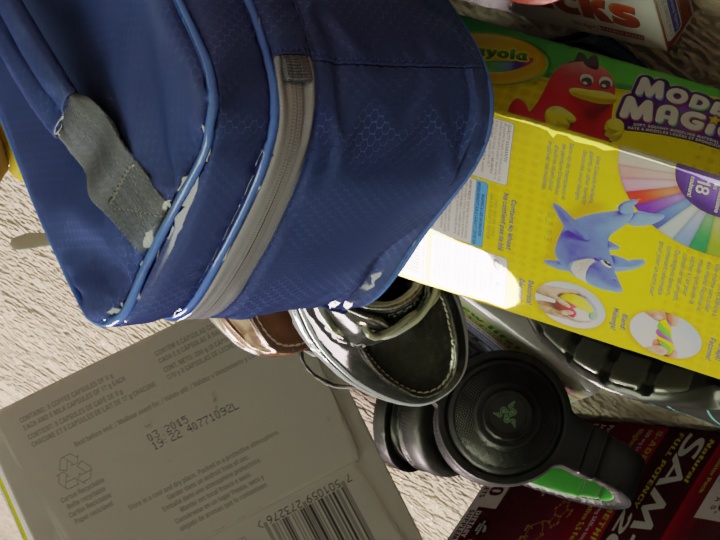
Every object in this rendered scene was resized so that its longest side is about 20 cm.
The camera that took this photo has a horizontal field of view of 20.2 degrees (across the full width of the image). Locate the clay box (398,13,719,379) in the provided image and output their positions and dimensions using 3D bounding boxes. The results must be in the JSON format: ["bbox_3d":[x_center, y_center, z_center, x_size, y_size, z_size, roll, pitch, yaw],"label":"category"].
[{"bbox_3d":[0.111,-0.020,0.765,0.199,0.048,0.115,17,143,12],"label":"clay box"}]

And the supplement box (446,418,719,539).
[{"bbox_3d":[0.142,0.140,1.073,0.061,0.109,0.200,47,154,-27],"label":"supplement box"}]

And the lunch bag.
[{"bbox_3d":[-0.063,-0.084,0.725,0.136,0.132,0.200,-57,49,39],"label":"lunch bag"}]

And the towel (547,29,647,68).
[{"bbox_3d":[0.069,-0.049,0.877,0.112,0.049,0.200,45,155,-23],"label":"towel"}]

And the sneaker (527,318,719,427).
[{"bbox_3d":[0.164,0.048,0.895,0.200,0.076,0.079,21,159,25],"label":"sneaker"}]

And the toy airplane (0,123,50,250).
[{"bbox_3d":[-0.162,-0.089,1.000,0.199,0.141,0.200,56,172,1],"label":"toy airplane"}]

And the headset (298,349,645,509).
[{"bbox_3d":[0.056,0.059,1.010,0.200,0.094,0.123,26,167,-27],"label":"headset"}]

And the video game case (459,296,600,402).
[{"bbox_3d":[0.025,0.009,1.062,0.200,0.022,0.182,37,166,-3],"label":"video game case"}]

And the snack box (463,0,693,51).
[{"bbox_3d":[0.032,-0.138,0.781,0.200,0.024,0.072,19,151,34],"label":"snack box"}]

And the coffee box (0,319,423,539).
[{"bbox_3d":[-0.095,0.149,1.198,0.200,0.199,0.198,63,167,8],"label":"coffee box"}]

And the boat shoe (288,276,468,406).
[{"bbox_3d":[0.000,0.000,0.869,0.071,0.072,0.200,43,171,49],"label":"boat shoe"}]

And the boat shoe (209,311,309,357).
[{"bbox_3d":[-0.046,-0.055,0.900,0.072,0.076,0.201,7,114,52],"label":"boat shoe"}]

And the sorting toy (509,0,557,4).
[{"bbox_3d":[0.022,-0.180,0.621,0.198,0.070,0.200,30,152,18],"label":"sorting toy"}]
